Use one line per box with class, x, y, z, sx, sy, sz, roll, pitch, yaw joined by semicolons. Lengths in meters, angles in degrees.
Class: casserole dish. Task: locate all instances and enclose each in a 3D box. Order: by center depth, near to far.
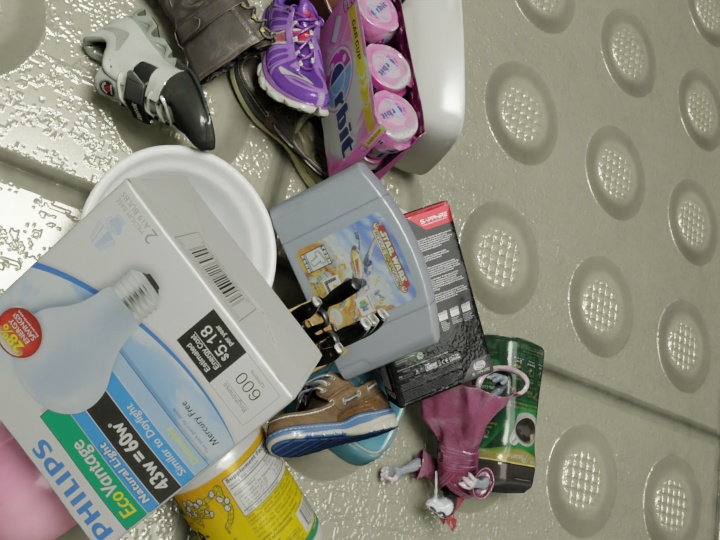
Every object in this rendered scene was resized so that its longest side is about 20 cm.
casserole dish;-0.017;0.150;0.834;0.200;0.039;0.122;43;63;-22

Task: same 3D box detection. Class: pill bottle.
pill bottle;-0.131;0.219;0.704;0.112;0.112;0.202;-36;103;-31

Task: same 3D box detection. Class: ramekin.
ramekin;-0.194;-0.016;0.706;0.197;0.097;0.205;5;81;-33

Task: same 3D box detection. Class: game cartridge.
game cartridge;0.000;0.000;0.720;0.203;0.131;0.041;65;23;-2

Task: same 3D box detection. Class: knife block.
knife block;-0.056;0.070;0.691;0.173;0.200;0.065;-27;86;0

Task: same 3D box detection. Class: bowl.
bowl;0.065;-0.236;0.863;0.073;0.200;0.205;3;81;-12

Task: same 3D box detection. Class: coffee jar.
coffee jar;0.192;0.195;0.935;0.103;0.084;0.204;21;71;-41

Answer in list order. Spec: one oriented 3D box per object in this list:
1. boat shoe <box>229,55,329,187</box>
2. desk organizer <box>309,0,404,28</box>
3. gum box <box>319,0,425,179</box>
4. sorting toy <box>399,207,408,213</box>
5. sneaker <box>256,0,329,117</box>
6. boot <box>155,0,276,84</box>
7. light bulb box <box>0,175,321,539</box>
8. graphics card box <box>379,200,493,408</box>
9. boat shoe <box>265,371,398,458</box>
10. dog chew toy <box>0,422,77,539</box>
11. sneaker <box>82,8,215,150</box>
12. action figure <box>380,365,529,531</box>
boat shoe;-0.075;-0.180;0.828;0.201;0.064;0.073;49;62;-17
desk organizer;0.008;-0.367;0.908;0.198;0.071;0.078;-32;102;-32
gum box;0.005;-0.207;0.785;0.065;0.113;0.204;4;66;-29
sorting toy;0.022;0.024;0.839;0.198;0.106;0.183;25;72;-28
sneaker;-0.074;-0.257;0.784;0.079;0.084;0.203;7;50;-34
boot;-0.148;-0.318;0.755;0.199;0.069;0.175;-37;92;7
light bulb box;-0.171;0.065;0.548;0.199;0.125;0.199;-39;91;10
graphics card box;0.066;0.038;0.780;0.123;0.051;0.204;-19;95;-15
boat shoe;-0.036;0.153;0.746;0.199;0.072;0.074;11;55;-57
dog chew toy;-0.304;0.135;0.603;0.124;0.124;0.202;-34;94;-32
sneaker;-0.217;-0.182;0.700;0.087;0.075;0.201;-27;60;-24
action figure;0.118;0.220;0.863;0.148;0.132;0.205;-8;106;-51
